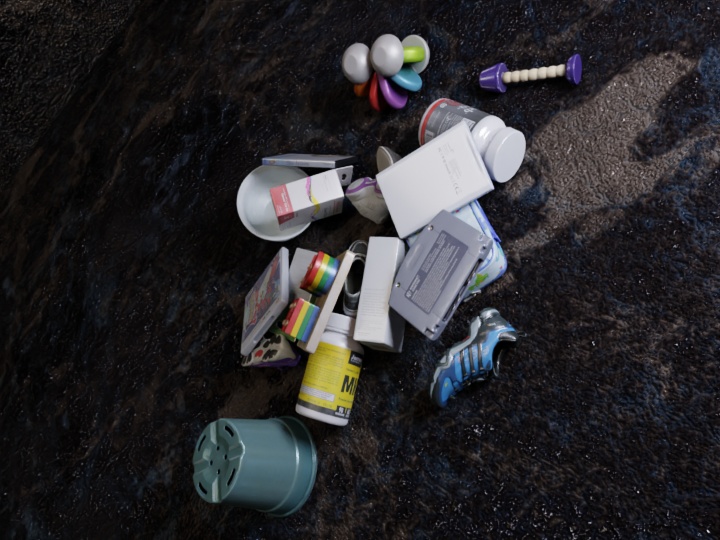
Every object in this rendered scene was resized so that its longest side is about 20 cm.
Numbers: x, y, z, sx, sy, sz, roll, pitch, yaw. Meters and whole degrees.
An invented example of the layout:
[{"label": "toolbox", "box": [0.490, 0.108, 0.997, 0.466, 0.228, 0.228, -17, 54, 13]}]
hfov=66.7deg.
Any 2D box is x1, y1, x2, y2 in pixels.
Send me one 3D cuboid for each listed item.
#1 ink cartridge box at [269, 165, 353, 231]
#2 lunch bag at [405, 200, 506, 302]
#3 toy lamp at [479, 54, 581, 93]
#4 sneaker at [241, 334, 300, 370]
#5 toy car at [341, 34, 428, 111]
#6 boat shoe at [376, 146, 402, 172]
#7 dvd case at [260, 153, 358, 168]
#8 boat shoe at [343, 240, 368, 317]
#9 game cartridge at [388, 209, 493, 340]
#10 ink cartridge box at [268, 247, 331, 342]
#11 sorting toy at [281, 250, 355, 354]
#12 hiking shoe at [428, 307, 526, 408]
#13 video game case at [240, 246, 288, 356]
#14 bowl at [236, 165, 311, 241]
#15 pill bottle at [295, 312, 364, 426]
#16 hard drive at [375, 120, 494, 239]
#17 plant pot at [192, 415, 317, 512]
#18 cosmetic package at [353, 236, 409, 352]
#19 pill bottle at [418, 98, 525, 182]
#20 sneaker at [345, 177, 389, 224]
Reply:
[{"label": "ink cartridge box", "box": [-0.102, -0.163, 1.244, 0.193, 0.117, 0.070, -19, 80, -8]}, {"label": "lunch bag", "box": [0.179, -0.049, 1.036, 0.159, 0.082, 0.205, -37, 54, 22]}, {"label": "toy lamp", "box": [0.326, -0.382, 1.068, 0.195, 0.058, 0.060, 9, 77, 37]}, {"label": "sneaker", "box": [-0.207, 0.200, 1.254, 0.197, 0.083, 0.082, -7, 50, 52]}, {"label": "toy car", "box": [0.063, -0.447, 1.253, 0.195, 0.173, 0.156, 1, 107, 37]}, {"label": "boat shoe", "box": [0.092, -0.199, 1.191, 0.068, 0.055, 0.203, 108, 147, -41]}, {"label": "dvd case", "box": [-0.118, -0.260, 1.290, 0.193, 0.142, 0.018, 6, 108, 20]}, {"label": "boat shoe", "box": [0.000, 0.000, 1.131, 0.069, 0.072, 0.204, 3, 46, 0]}, {"label": "game cartridge", "box": [0.135, 0.002, 0.976, 0.132, 0.040, 0.204, 36, 100, 33]}, {"label": "ink cartridge box", "box": [-0.129, 0.060, 1.252, 0.102, 0.059, 0.207, 13, 81, 42]}, {"label": "sorting toy", "box": [-0.095, 0.054, 1.102, 0.200, 0.068, 0.205, 156, 137, -78]}, {"label": "hiking shoe", "box": [0.193, 0.164, 0.946, 0.086, 0.074, 0.203, 40, 99, 41]}, {"label": "video game case", "box": [-0.225, 0.069, 1.286, 0.183, 0.023, 0.203, -50, 28, 25]}, {"label": "bowl", "box": [-0.200, -0.153, 1.347, 0.193, 0.091, 0.209, 1, 71, -2]}, {"label": "pill bottle", "box": [-0.055, 0.197, 1.104, 0.111, 0.113, 0.207, 6, 77, 39]}, {"label": "hard drive", "box": [0.135, -0.165, 1.020, 0.196, 0.025, 0.136, -27, 80, 26]}, {"label": "plant pot", "box": [-0.222, 0.389, 1.108, 0.195, 0.194, 0.208, -15, 63, 33]}, {"label": "cosmetic package", "box": [0.049, 0.048, 1.081, 0.069, 0.101, 0.208, 3, 74, 25]}, {"label": "pill bottle", "box": [0.215, -0.252, 1.065, 0.199, 0.115, 0.118, 36, 95, 40]}, {"label": "sneaker", "box": [0.052, -0.150, 1.162, 0.075, 0.101, 0.197, -44, 28, -22]}]
